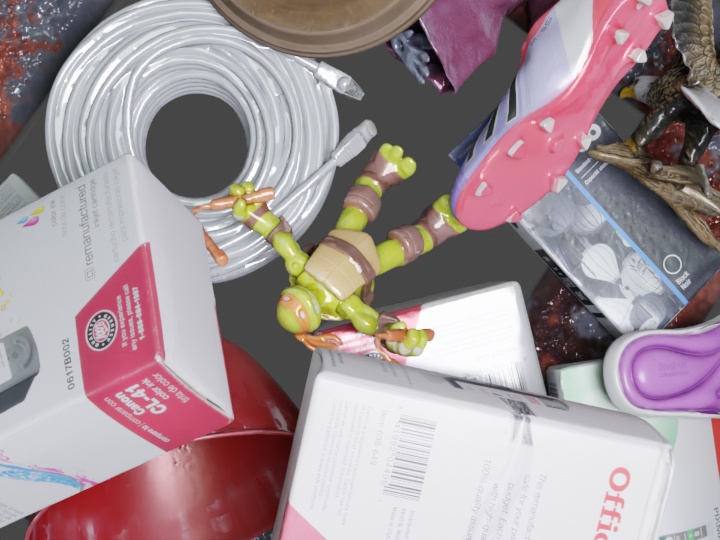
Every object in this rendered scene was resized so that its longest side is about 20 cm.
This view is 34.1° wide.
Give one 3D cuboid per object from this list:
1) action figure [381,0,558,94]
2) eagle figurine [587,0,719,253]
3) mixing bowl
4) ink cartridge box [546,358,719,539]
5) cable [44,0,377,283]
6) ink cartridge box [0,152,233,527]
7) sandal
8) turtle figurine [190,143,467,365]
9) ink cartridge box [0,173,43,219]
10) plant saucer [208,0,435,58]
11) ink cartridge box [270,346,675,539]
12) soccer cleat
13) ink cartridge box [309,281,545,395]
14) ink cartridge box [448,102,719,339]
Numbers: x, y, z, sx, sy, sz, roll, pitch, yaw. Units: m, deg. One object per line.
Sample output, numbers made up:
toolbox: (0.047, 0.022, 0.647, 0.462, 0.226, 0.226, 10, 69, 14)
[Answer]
action figure: (0.096, -0.205, 0.841, 0.199, 0.149, 0.135, -29, 122, -23)
eagle figurine: (0.239, -0.142, 0.814, 0.150, 0.152, 0.201, 24, 79, 30)
mixing bowl: (-0.128, 0.108, 0.769, 0.198, 0.201, 0.109, -18, 61, -5)
ink cartridge box: (0.243, 0.136, 0.856, 0.197, 0.050, 0.163, -8, 90, -3)
cable: (-0.114, -0.092, 0.819, 0.199, 0.069, 0.201, 39, 86, -2)
ink cartridge box: (-0.182, 0.047, 0.661, 0.198, 0.086, 0.149, -25, 54, 11)
sandal: (0.264, 0.068, 0.828, 0.200, 0.050, 0.083, -11, 88, -23)
turtle figurine: (0.000, 0.000, 0.750, 0.199, 0.065, 0.161, 37, 53, 14)
ink cartridge box: (-0.227, 0.051, 0.762, 0.163, 0.057, 0.200, -46, 58, -4)
plant saucer: (-0.028, -0.238, 0.752, 0.197, 0.029, 0.203, 2, 101, 10)
ink cartridge box: (0.055, 0.137, 0.651, 0.198, 0.085, 0.147, 13, 96, -5)
soccer cleat: (0.121, -0.115, 0.768, 0.066, 0.076, 0.201, 31, 98, -42)
ink cartridge box: (0.057, 0.121, 0.813, 0.146, 0.086, 0.202, -13, 92, -5)
ink cartridge box: (0.166, -0.046, 0.857, 0.099, 0.039, 0.200, -45, 92, -4)
